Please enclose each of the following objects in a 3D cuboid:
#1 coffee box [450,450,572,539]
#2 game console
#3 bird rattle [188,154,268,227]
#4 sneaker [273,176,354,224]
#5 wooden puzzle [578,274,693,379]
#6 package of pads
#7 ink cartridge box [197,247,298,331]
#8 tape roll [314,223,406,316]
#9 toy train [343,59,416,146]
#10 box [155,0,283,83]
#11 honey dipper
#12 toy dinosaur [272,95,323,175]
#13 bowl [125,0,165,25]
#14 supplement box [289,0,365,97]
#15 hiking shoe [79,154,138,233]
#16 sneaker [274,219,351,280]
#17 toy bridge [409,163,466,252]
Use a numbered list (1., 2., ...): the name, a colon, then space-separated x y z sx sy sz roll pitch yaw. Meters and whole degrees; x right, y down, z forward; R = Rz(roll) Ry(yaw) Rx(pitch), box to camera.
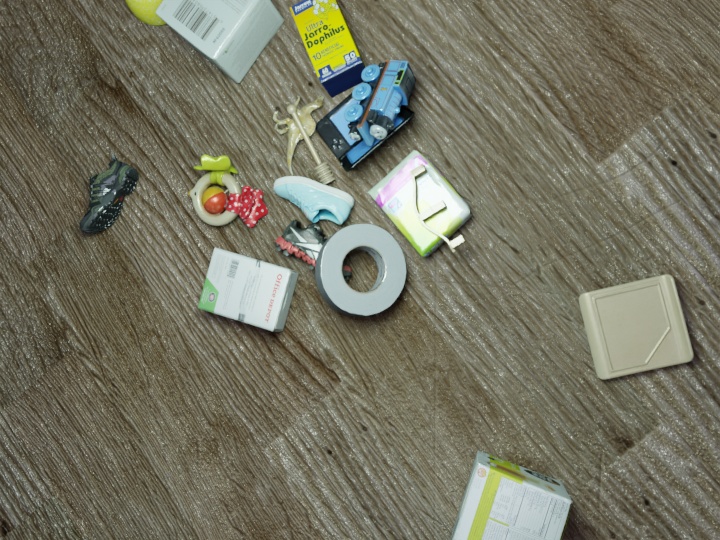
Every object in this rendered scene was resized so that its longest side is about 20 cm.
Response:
1. coffee box: 0.300 0.508 1.478 0.195 0.200 0.203 18 88 12
2. game console: 0.006 -0.341 1.660 0.199 0.116 0.177 -38 79 5
3. bird rattle: -0.324 -0.178 1.742 0.162 0.113 0.201 -36 92 18
4. sneaker: -0.118 -0.158 1.679 0.197 0.074 0.083 14 62 13
5. wooden puzzle: 0.582 0.120 1.544 0.197 0.037 0.188 -14 82 14
6. package of pads: 0.138 -0.152 1.641 0.154 0.068 0.201 -41 79 7
7. ink cartridge box: -0.259 0.046 1.693 0.197 0.084 0.149 16 88 12
8. tape roll: 0.000 0.000 1.616 0.197 0.066 0.204 2 84 -14
9. toy train: 0.042 -0.369 1.589 0.113 0.087 0.203 11 69 30
10. box: -0.328 -0.601 1.724 0.198 0.171 0.201 39 92 12
11. honey dipper: -0.119 -0.295 1.695 0.038 0.038 0.202 -26 96 8
12. toy dinosaur: -0.158 -0.339 1.723 0.100 0.058 0.202 26 90 11
13. bowl: -0.520 -0.730 1.808 0.196 0.108 0.204 -1 84 12
14. supplement box: -0.070 -0.530 1.696 0.107 0.109 0.203 -24 80 8
15. hiking shoe: -0.639 -0.186 1.807 0.100 0.076 0.201 32 83 21
16. sneaker: -0.099 -0.052 1.676 0.198 0.071 0.099 29 93 14
17. toy bridge: 0.157 -0.128 1.585 0.067 0.027 0.202 -29 81 12
